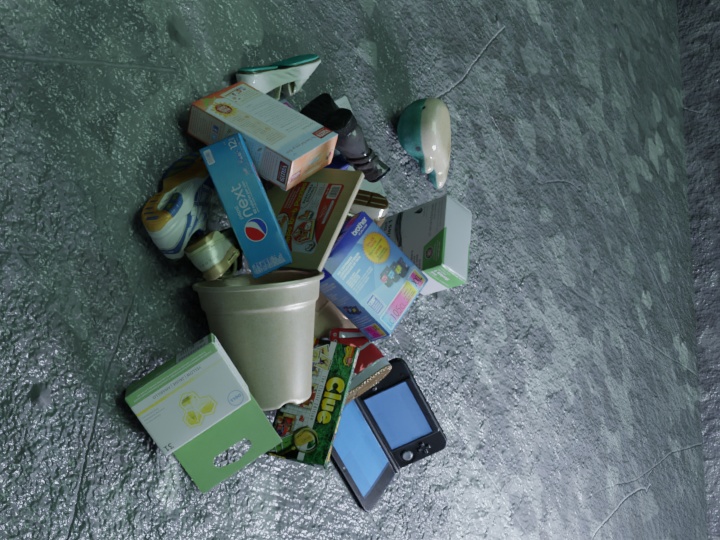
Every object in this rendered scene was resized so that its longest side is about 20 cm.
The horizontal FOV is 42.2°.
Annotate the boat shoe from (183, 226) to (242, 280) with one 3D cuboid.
[{"bbox_3d":[-0.209,-0.019,1.372,0.067,0.073,0.200,61,8,-2],"label":"boat shoe"}]

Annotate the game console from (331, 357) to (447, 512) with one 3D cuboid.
[{"bbox_3d":[0.041,0.286,1.620,0.202,0.168,0.119,61,13,-19],"label":"game console"}]

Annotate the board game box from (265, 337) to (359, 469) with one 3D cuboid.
[{"bbox_3d":[-0.076,0.206,1.486,0.024,0.103,0.203,80,23,-63],"label":"board game box"}]

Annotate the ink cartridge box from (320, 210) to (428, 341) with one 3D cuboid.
[{"bbox_3d":[0.000,0.000,1.567,0.200,0.076,0.137,44,60,-10],"label":"ink cartridge box"}]

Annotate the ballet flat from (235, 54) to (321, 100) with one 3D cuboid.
[{"bbox_3d":[-0.142,-0.333,1.628,0.199,0.069,0.071,-28,100,-48],"label":"ballet flat"}]

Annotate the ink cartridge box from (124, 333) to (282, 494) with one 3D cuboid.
[{"bbox_3d":[-0.214,0.209,1.297,0.202,0.144,0.048,59,-3,-19],"label":"ink cartridge box"}]

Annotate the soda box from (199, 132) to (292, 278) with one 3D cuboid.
[{"bbox_3d":[-0.166,-0.095,1.369,0.068,0.063,0.203,-117,-174,-82],"label":"soda box"}]

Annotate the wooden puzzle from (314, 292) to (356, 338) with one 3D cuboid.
[{"bbox_3d":[-0.067,0.016,1.623,0.183,0.046,0.205,2,81,-51],"label":"wooden puzzle"}]

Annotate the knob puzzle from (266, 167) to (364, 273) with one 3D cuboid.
[{"bbox_3d":[-0.100,-0.079,1.475,0.030,0.216,0.224,45,46,-45],"label":"knob puzzle"}]

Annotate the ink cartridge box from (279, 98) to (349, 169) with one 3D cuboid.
[{"bbox_3d":[-0.099,-0.197,1.580,0.200,0.042,0.119,46,40,5],"label":"ink cartridge box"}]

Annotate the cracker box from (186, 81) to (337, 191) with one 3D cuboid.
[{"bbox_3d":[-0.152,-0.213,1.452,0.134,0.198,0.058,-38,152,-50],"label":"cracker box"}]

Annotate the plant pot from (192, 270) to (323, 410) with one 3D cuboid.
[{"bbox_3d":[-0.145,0.104,1.393,0.199,0.197,0.188,-12,99,-52],"label":"plant pot"}]

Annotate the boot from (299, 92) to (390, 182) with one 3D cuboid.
[{"bbox_3d":[-0.030,-0.217,1.569,0.132,0.069,0.200,51,1,-32],"label":"boot"}]

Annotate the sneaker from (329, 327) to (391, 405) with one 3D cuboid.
[{"bbox_3d":[-0.055,0.172,1.561,0.198,0.072,0.113,-29,69,-25],"label":"sneaker"}]

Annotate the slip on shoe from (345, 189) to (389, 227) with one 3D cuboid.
[{"bbox_3d":[-0.049,-0.119,1.627,0.196,0.061,0.077,13,37,-12],"label":"slip on shoe"}]

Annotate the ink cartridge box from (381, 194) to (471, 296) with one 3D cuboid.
[{"bbox_3d":[0.104,-0.035,1.731,0.084,0.198,0.149,30,56,-39],"label":"ink cartridge box"}]

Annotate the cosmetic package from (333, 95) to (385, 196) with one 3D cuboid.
[{"bbox_3d":[-0.036,-0.204,1.707,0.101,0.073,0.203,-38,108,-50],"label":"cosmetic package"}]

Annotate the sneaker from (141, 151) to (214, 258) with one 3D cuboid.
[{"bbox_3d":[-0.260,-0.101,1.402,0.201,0.074,0.089,-61,143,-41],"label":"sneaker"}]

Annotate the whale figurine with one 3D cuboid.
[{"bbox_3d":[0.136,-0.265,1.949,0.202,0.102,0.161,70,29,-50],"label":"whale figurine"}]
